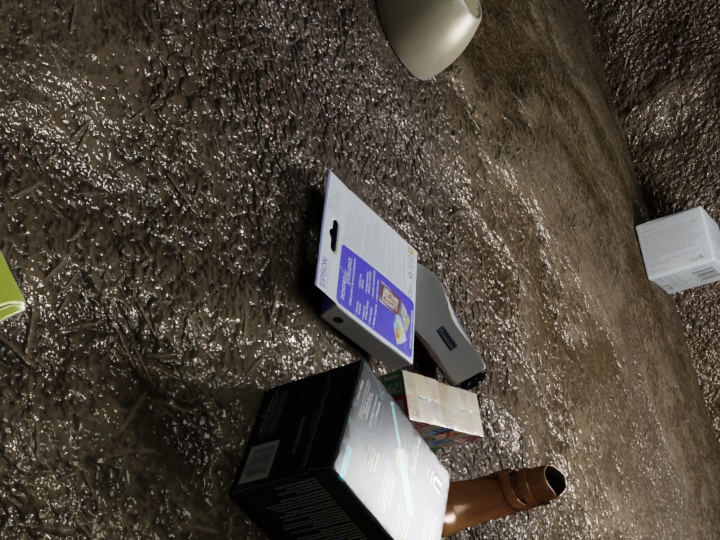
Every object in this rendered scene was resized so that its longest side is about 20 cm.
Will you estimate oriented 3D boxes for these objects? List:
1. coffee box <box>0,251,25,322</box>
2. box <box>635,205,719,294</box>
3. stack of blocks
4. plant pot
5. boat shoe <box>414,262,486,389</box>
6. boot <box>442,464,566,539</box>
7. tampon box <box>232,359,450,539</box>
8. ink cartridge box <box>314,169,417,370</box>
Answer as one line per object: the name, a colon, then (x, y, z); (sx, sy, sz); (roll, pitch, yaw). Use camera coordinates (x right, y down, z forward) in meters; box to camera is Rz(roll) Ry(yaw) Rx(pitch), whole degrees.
coffee box: (-0.345, -0.006, 0.514); (0.201, 0.197, 0.200); (65, 28, -8)
box: (0.927, -0.056, 2.813); (0.199, 0.199, 0.173); (23, 55, -53)
stack of blocks: (0.055, 0.178, 1.196); (0.200, 0.115, 0.059); (25, 51, -54)
plant pot: (0.134, -0.456, 1.727); (0.200, 0.134, 0.202); (38, 41, -44)
boat shoe: (0.109, 0.087, 1.418); (0.201, 0.074, 0.093); (62, -7, 13)
boot: (0.176, 0.301, 1.288); (0.200, 0.154, 0.077); (17, 58, -56)
tampon box: (-0.012, 0.226, 1.034); (0.200, 0.126, 0.150); (55, 32, -28)
ink cartridge box: (0.000, 0.000, 1.285); (0.200, 0.043, 0.199); (42, 38, -35)
